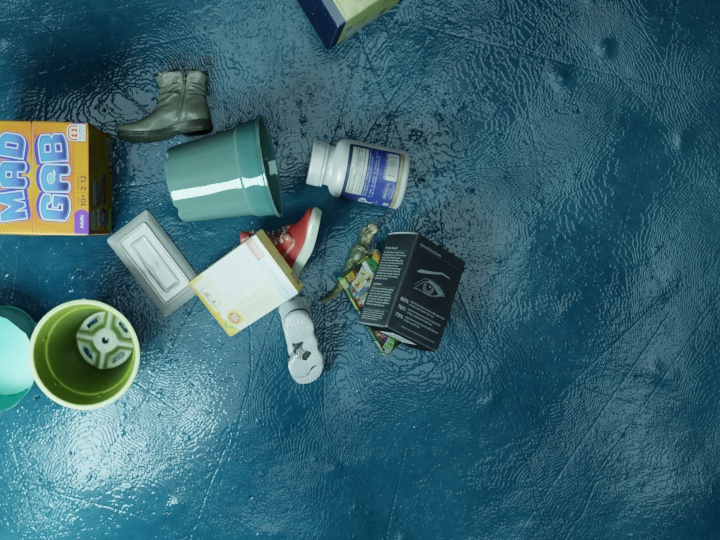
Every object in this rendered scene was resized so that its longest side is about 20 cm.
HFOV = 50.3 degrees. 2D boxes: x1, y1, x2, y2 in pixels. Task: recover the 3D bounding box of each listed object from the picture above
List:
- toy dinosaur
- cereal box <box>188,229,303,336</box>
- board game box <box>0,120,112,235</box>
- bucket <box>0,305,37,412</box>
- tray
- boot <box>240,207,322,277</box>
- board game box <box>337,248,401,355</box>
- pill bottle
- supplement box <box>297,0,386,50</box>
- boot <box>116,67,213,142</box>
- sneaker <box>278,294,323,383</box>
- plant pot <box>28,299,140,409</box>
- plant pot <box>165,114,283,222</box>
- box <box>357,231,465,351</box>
[{"bbox_3d":[0.000,0.000,1.618,0.087,0.047,0.202,30,94,-4],"label":"toy dinosaur"},{"bbox_3d":[-0.231,0.028,1.544,0.199,0.040,0.145,-31,101,25],"label":"cereal box"},{"bbox_3d":[-0.592,-0.169,1.457,0.197,0.200,0.203,0,93,-7],"label":"board game box"},{"bbox_3d":[-0.716,0.170,1.496,0.204,0.135,0.211,-1,94,-7],"label":"bucket"},{"bbox_3d":[-0.421,-0.014,1.577,0.107,0.022,0.201,-37,97,-2],"label":"tray"},{"bbox_3d":[-0.163,-0.069,1.530,0.143,0.201,0.073,23,46,-9],"label":"boot"},{"bbox_3d":[0.041,0.067,1.599,0.104,0.023,0.201,-39,112,-21],"label":"board game box"},{"bbox_3d":[-0.006,-0.203,1.565,0.197,0.120,0.122,11,92,-7],"label":"pill bottle"},{"bbox_3d":[-0.010,-0.563,1.503,0.199,0.200,0.135,-35,98,-5],"label":"supplement box"},{"bbox_3d":[-0.398,-0.333,1.546,0.197,0.068,0.133,-10,90,-14],"label":"boot"},{"bbox_3d":[-0.124,0.134,1.597,0.074,0.116,0.202,-10,129,-5],"label":"sneaker"},{"bbox_3d":[-0.512,0.148,1.491,0.197,0.190,0.204,0,94,-6],"label":"plant pot"},{"bbox_3d":[-0.268,-0.187,1.508,0.193,0.200,0.203,-10,95,2],"label":"plant pot"},{"bbox_3d":[0.106,0.042,1.559,0.147,0.104,0.203,28,76,-32],"label":"box"}]
